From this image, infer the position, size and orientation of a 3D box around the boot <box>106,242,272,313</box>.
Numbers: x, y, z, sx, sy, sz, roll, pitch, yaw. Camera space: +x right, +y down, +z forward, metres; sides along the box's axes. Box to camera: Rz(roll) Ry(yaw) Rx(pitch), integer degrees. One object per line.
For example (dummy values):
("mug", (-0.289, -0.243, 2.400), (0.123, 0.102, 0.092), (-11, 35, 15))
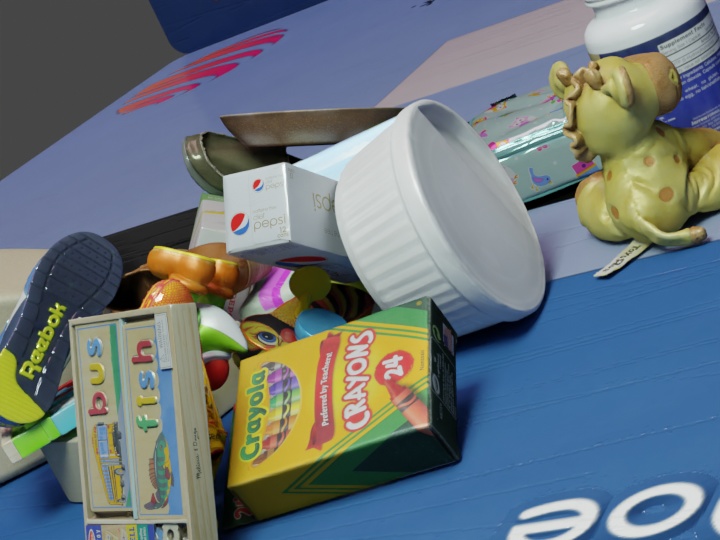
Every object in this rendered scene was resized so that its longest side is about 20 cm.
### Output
("boot", (-0.196, 0.021, 1.575), (0.199, 0.074, 0.155), (-26, -3, 31))

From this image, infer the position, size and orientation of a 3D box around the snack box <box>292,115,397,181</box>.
("snack box", (0.011, -0.090, 1.744), (0.168, 0.068, 0.200), (-25, -8, 6))

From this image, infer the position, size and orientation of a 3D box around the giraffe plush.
("giraffe plush", (0.231, -0.113, 1.428), (0.172, 0.163, 0.200), (-10, 21, 43))

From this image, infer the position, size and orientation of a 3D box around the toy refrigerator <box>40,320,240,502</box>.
("toy refrigerator", (-0.184, 0.121, 1.497), (0.076, 0.070, 0.200), (-8, 23, 48))

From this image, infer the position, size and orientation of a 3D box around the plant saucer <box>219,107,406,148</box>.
("plant saucer", (-0.048, -0.149, 1.758), (0.199, 0.037, 0.200), (-3, 3, 0))

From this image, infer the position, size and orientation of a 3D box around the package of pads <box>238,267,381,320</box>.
("package of pads", (0.000, 0.000, 1.603), (0.199, 0.068, 0.155), (-17, 19, 26))

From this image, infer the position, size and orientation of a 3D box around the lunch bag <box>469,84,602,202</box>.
("lunch bag", (0.192, -0.139, 1.729), (0.160, 0.077, 0.200), (-22, 16, 12))

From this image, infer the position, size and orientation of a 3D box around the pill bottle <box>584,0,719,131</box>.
("pill bottle", (0.278, -0.203, 1.575), (0.119, 0.201, 0.120), (-24, 15, 7))

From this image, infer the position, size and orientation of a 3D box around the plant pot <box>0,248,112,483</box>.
("plant pot", (-0.329, 0.082, 1.658), (0.176, 0.201, 0.200), (-13, 16, -1))

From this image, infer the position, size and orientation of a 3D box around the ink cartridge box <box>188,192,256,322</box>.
("ink cartridge box", (-0.144, 0.001, 1.711), (0.067, 0.118, 0.200), (12, 13, -9))

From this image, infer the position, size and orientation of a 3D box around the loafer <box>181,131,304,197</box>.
("loafer", (-0.107, -0.115, 1.829), (0.199, 0.075, 0.070), (14, -39, -42))

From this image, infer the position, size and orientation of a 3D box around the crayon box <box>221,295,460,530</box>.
("crayon box", (-0.026, 0.108, 1.251), (0.199, 0.051, 0.127), (-21, 42, 21))

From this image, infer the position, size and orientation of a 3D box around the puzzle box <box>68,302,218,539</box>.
("puzzle box", (-0.160, 0.128, 1.225), (0.025, 0.201, 0.133), (-2, -5, -43))

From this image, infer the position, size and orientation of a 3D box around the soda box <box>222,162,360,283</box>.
("soda box", (-0.036, -0.037, 1.422), (0.063, 0.068, 0.200), (-10, -12, 27))

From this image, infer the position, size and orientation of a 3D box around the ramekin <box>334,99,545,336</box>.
("ramekin", (0.062, -0.034, 1.401), (0.094, 0.203, 0.202), (-29, 13, 26))

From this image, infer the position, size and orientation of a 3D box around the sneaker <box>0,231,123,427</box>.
("sneaker", (-0.276, 0.052, 1.464), (0.082, 0.074, 0.200), (-40, 20, 56))

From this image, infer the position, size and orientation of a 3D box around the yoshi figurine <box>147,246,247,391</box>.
("yoshi figurine", (-0.163, 0.084, 1.365), (0.112, 0.201, 0.112), (10, -4, -20))

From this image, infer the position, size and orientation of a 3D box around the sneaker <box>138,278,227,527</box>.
("sneaker", (-0.131, 0.106, 1.273), (0.077, 0.201, 0.073), (0, 5, 36))

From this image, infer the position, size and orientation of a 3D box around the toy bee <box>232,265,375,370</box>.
("toy bee", (-0.064, 0.054, 1.420), (0.200, 0.108, 0.131), (-32, -34, -76))

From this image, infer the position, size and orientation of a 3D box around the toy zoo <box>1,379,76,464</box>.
("toy zoo", (-0.225, 0.099, 1.479), (0.200, 0.021, 0.131), (-32, 10, -9))
